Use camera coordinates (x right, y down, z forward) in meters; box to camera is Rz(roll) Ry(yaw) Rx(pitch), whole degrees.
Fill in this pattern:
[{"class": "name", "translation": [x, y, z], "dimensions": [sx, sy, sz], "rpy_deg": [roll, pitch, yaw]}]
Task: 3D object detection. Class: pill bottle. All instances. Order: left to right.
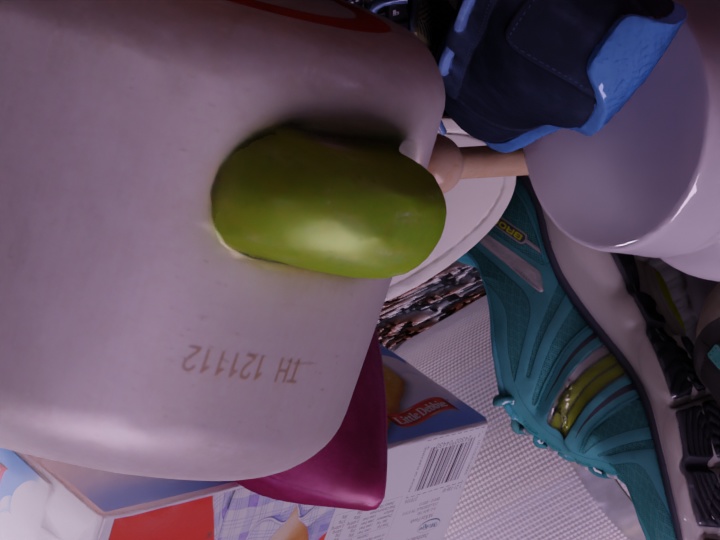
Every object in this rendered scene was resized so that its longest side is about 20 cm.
[{"class": "pill bottle", "translation": [0.164, -0.051, 0.995], "dimensions": [0.200, 0.113, 0.113], "rpy_deg": [1, 152, -39]}]

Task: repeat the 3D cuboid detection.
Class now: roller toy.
[{"class": "roller toy", "translation": [-0.079, -0.023, 0.754], "dimensions": [0.182, 0.140, 0.200], "rpy_deg": [16, -170, -8]}]

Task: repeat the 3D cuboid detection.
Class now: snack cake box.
[{"class": "snack cake box", "translation": [-0.055, 0.098, 0.923], "dimensions": [0.200, 0.067, 0.115], "rpy_deg": [-9, 127, -51]}]

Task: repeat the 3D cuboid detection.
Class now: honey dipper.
[{"class": "honey dipper", "translation": [0.089, -0.044, 1.025], "dimensions": [0.200, 0.038, 0.038], "rpy_deg": [-5, 157, -47]}]

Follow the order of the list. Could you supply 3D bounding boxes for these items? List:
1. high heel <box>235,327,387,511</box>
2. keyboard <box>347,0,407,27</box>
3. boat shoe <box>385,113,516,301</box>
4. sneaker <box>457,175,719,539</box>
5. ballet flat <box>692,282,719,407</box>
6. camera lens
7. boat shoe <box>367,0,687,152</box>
[{"class": "high heel", "translation": [0.000, 0.000, 0.903], "dimensions": [0.200, 0.096, 0.067], "rpy_deg": [-53, 167, -50]}, {"class": "keyboard", "translation": [-0.004, -0.108, 0.835], "dimensions": [0.104, 0.040, 0.200], "rpy_deg": [-16, 158, -4]}, {"class": "boat shoe", "translation": [-0.039, -0.015, 1.035], "dimensions": [0.200, 0.073, 0.062], "rpy_deg": [-24, -158, 0]}, {"class": "sneaker", "translation": [0.095, 0.047, 1.061], "dimensions": [0.080, 0.200, 0.078], "rpy_deg": [-33, 156, 19]}, {"class": "ballet flat", "translation": [0.173, 0.021, 1.062], "dimensions": [0.068, 0.068, 0.200], "rpy_deg": [-56, 170, 15]}, {"class": "camera lens", "translation": [0.107, 0.073, 1.190], "dimensions": [0.200, 0.160, 0.160], "rpy_deg": [-31, 155, 32]}, {"class": "boat shoe", "translation": [0.051, -0.087, 0.844], "dimensions": [0.084, 0.069, 0.200], "rpy_deg": [-54, -173, -8]}]
